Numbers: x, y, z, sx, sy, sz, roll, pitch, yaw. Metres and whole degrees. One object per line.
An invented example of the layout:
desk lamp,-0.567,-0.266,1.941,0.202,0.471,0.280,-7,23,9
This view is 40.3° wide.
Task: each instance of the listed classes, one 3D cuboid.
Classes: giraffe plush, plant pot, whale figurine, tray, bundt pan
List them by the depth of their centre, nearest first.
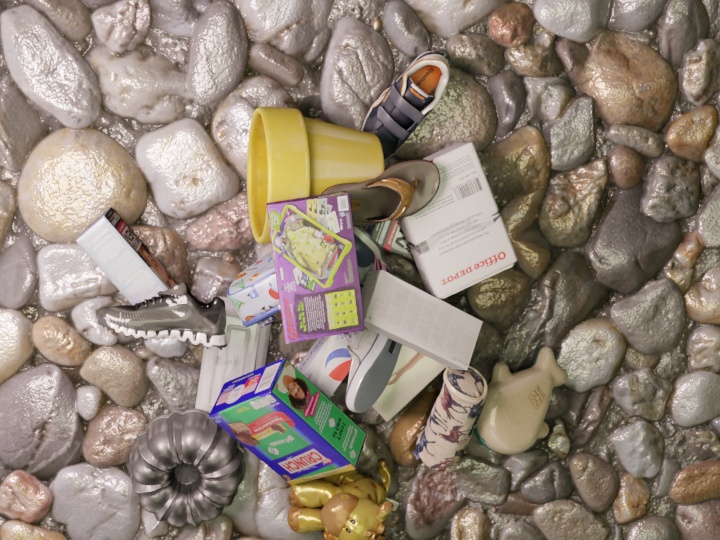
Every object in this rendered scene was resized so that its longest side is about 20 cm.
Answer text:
plant pot,-0.068,-0.145,1.500,0.185,0.201,0.205,-1,103,-17
bundt pan,-0.289,0.336,1.626,0.198,0.076,0.206,-1,104,-5
tray,-0.209,0.148,1.628,0.105,0.022,0.204,8,101,-8
giraffe plush,-0.019,0.408,1.634,0.196,0.162,0.176,6,101,-8
whale figurine,0.265,0.219,1.677,0.200,0.103,0.160,-44,106,-22

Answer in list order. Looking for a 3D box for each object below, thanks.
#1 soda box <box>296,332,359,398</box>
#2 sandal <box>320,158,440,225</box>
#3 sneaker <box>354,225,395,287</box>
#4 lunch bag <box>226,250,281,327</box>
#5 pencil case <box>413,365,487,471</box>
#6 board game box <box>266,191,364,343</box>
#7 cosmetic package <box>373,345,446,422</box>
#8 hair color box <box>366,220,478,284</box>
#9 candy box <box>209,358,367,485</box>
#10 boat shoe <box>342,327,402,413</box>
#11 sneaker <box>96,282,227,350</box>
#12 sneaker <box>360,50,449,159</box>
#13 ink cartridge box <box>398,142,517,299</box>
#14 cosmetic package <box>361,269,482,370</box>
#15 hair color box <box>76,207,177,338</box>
soda box,-0.045,0.140,1.623,0.063,0.068,0.201,35,95,-13
sandal,0.033,-0.108,1.427,0.197,0.054,0.083,-13,106,-22
sneaker,0.000,0.000,1.549,0.082,0.200,0.070,-46,59,-8
lunch bag,-0.113,0.008,1.511,0.158,0.200,0.076,-26,103,15
pencil case,0.148,0.241,1.617,0.089,0.077,0.202,36,133,22
board game box,-0.063,-0.004,1.399,0.118,0.032,0.204,-9,104,-12
cosmetic package,0.083,0.140,1.622,0.200,0.103,0.087,-44,102,2
hair color box,0.116,-0.061,1.603,0.197,0.061,0.101,20,98,-11
candy box,-0.115,0.248,1.574,0.168,0.078,0.200,-25,121,42
boat shoe,0.010,0.120,1.547,0.074,0.085,0.205,36,73,-51
sneaker,-0.289,0.059,1.461,0.196,0.066,0.092,9,98,-14
sneaker,0.067,-0.258,1.547,0.078,0.079,0.201,32,98,-13
ink cartridge box,0.138,-0.078,1.529,0.142,0.084,0.203,-24,100,-5
cosmetic package,0.088,0.078,1.504,0.198,0.050,0.084,27,74,-24
hair color box,-0.349,0.003,1.531,0.060,0.099,0.201,-38,104,1
